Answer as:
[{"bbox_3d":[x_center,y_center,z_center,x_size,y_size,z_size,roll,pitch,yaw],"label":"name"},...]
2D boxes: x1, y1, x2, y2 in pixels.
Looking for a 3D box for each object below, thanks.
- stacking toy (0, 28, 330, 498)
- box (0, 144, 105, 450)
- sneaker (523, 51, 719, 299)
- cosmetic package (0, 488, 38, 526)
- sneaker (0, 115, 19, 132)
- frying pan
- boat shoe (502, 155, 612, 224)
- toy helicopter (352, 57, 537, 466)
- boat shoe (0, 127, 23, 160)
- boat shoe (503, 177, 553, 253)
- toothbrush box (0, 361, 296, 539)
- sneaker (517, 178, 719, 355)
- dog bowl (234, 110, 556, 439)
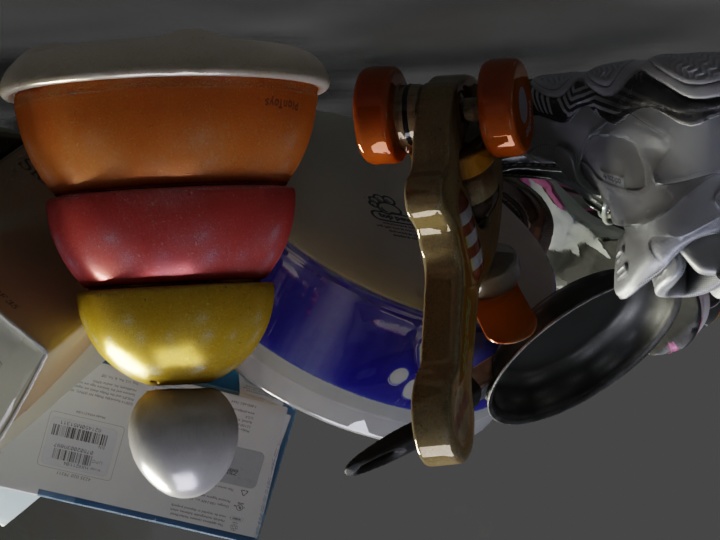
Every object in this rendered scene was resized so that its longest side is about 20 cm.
[{"bbox_3d":[-0.084,0.000,1.218,0.146,0.201,0.146,-2,177,0],"label":"stacking toy"},{"bbox_3d":[-0.147,-0.003,1.315,0.095,0.078,0.200,37,-147,5],"label":"box"},{"bbox_3d":[0.133,-0.042,1.369,0.075,0.115,0.200,0,177,-30],"label":"sneaker"},{"bbox_3d":[-0.243,0.033,1.579,0.151,0.052,0.200,41,-163,-27],"label":"cosmetic package"},{"bbox_3d":[-0.155,-0.058,1.496,0.082,0.075,0.200,-11,-165,-43],"label":"sneaker"},{"bbox_3d":[0.079,0.057,1.400,0.190,0.031,0.115,-33,154,0],"label":"frying pan"},{"bbox_3d":[0.153,-0.057,1.540,0.199,0.071,0.072,-1,178,0],"label":"boat shoe"},{"bbox_3d":[0.045,0.003,1.327,0.079,0.200,0.132,-3,153,16],"label":"toy helicopter"},{"bbox_3d":[-0.211,-0.056,1.328,0.066,0.072,0.201,21,180,9],"label":"boat shoe"},{"bbox_3d":[0.026,-0.036,1.597,0.072,0.076,0.200,15,-179,-44],"label":"boat shoe"},{"bbox_3d":[-0.118,0.055,1.487,0.146,0.085,0.200,14,-161,-11],"label":"toothbrush box"},{"bbox_3d":[0.130,-0.015,1.625,0.200,0.080,0.086,38,-156,24],"label":"sneaker"},{"bbox_3d":[0.000,0.000,1.463,0.200,0.079,0.200,23,-154,-12],"label":"dog bowl"}]
